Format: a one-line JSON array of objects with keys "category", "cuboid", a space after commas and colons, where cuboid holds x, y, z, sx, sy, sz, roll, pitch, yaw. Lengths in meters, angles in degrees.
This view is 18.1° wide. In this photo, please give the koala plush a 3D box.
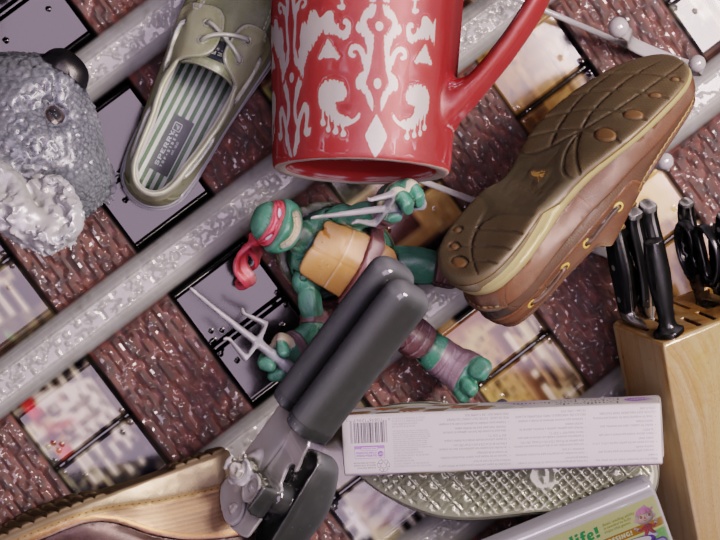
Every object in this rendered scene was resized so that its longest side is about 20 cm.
[{"category": "koala plush", "cuboid": [-0.232, -0.092, 1.344, 0.200, 0.177, 0.184, 40, 98, -9]}]

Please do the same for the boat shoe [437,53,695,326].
[{"category": "boat shoe", "cuboid": [0.133, -0.049, 1.383, 0.200, 0.072, 0.068, -46, 129, -9]}]

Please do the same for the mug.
[{"category": "mug", "cuboid": [0.018, -0.159, 1.352, 0.133, 0.177, 0.201, 9, 82, -45]}]

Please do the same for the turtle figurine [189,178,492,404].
[{"category": "turtle figurine", "cuboid": [0.000, 0.000, 1.409, 0.199, 0.101, 0.150, 23, 112, -20]}]

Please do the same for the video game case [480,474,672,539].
[{"category": "video game case", "cuboid": [0.118, 0.245, 1.424, 0.199, 0.022, 0.183, -22, 107, -1]}]

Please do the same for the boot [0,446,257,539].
[{"category": "boot", "cuboid": [-0.141, 0.217, 1.413, 0.199, 0.072, 0.167, -18, 94, -11]}]

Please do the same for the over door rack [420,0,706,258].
[{"category": "over door rack", "cuboid": [0.110, -0.099, 1.438, 0.199, 0.067, 0.148, 20, 89, -9]}]

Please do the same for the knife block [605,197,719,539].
[{"category": "knife block", "cuboid": [0.199, 0.061, 1.436, 0.175, 0.064, 0.200, 29, 89, -27]}]

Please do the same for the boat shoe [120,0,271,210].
[{"category": "boat shoe", "cuboid": [-0.089, -0.128, 1.407, 0.072, 0.062, 0.201, 23, 88, -9]}]

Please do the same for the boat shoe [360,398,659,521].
[{"category": "boat shoe", "cuboid": [0.091, 0.122, 1.452, 0.199, 0.062, 0.075, 4, 95, 4]}]

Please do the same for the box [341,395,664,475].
[{"category": "box", "cuboid": [0.087, 0.103, 1.400, 0.199, 0.039, 0.042, -4, 93, 6]}]

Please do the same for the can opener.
[{"category": "can opener", "cuboid": [-0.021, 0.082, 1.370, 0.066, 0.053, 0.200, 20, 111, -34]}]
